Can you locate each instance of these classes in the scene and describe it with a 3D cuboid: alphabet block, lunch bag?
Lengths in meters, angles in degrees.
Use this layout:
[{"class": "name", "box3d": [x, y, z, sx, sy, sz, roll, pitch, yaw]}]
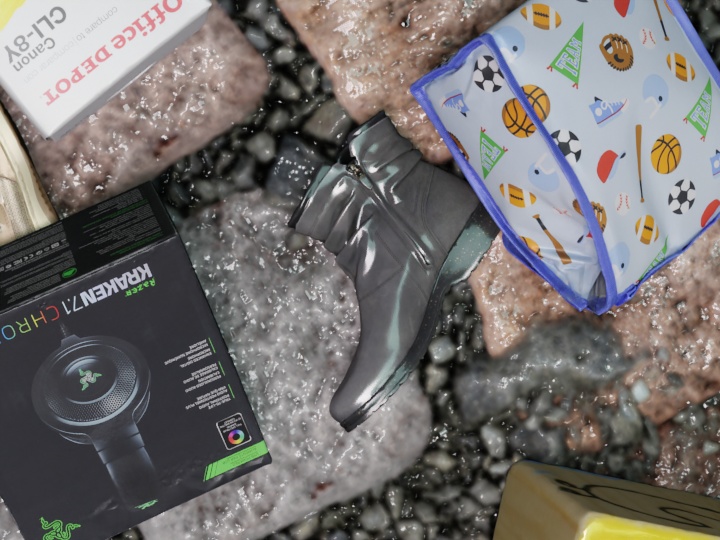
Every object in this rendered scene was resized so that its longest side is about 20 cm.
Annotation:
[{"class": "alphabet block", "box3d": [0.191, 0.255, 1.082, 0.193, 0.200, 0.198, 11, 92, -10]}, {"class": "lunch bag", "box3d": [0.159, -0.093, 1.076, 0.170, 0.124, 0.201, -38, 95, -28]}]

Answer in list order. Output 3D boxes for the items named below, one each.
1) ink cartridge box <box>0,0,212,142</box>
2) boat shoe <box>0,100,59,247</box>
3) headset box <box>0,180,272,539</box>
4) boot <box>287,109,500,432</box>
[{"class": "ink cartridge box", "box3d": [-0.212, -0.207, 1.049, 0.145, 0.083, 0.201, -39, 98, -5]}, {"class": "boat shoe", "box3d": [-0.246, -0.056, 1.060, 0.064, 0.071, 0.201, -26, 98, -7]}, {"class": "headset box", "box3d": [-0.171, 0.074, 1.041, 0.173, 0.093, 0.201, -23, 121, -7]}, {"class": "boot", "box3d": [0.000, 0.000, 1.110, 0.131, 0.070, 0.201, 33, 77, -7]}]
